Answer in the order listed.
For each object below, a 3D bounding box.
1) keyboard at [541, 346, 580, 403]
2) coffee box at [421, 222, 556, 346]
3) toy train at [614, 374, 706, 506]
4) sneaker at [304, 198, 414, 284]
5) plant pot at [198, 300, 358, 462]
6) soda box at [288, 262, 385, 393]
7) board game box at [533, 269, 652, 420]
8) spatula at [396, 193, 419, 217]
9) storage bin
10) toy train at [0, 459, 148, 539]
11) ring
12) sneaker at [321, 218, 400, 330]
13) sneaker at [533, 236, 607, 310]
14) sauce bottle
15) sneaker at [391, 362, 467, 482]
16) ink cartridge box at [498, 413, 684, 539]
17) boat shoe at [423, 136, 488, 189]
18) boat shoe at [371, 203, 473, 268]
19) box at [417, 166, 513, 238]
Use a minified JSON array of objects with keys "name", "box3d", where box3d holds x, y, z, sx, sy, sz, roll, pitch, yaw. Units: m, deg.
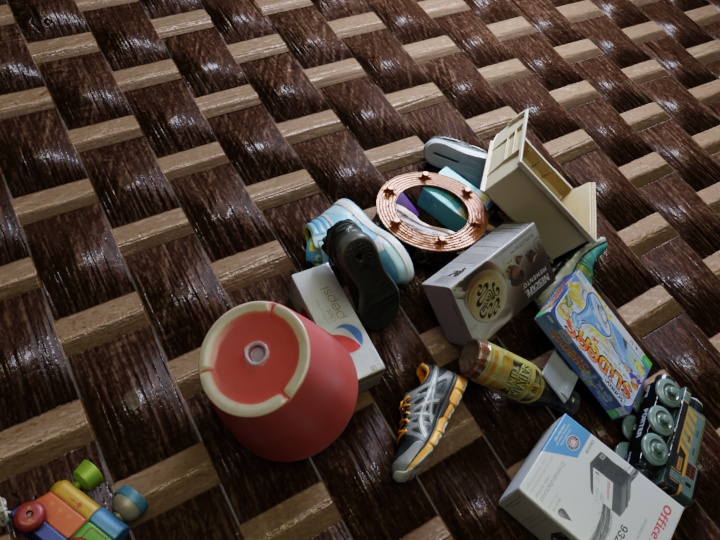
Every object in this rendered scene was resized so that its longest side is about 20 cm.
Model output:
[{"name":"keyboard","box3d":[0.337,0.134,1.004,0.056,0.011,0.200,47,41,4]},{"name":"coffee box","box3d":[0.211,0.019,1.018,0.199,0.080,0.114,-34,109,-23]},{"name":"toy train","box3d":[0.464,0.257,0.956,0.114,0.085,0.201,37,55,-1]},{"name":"sneaker","box3d":[-0.015,-0.024,1.041,0.130,0.080,0.200,-32,58,-30]},{"name":"plant pot","box3d":[-0.113,0.136,0.818,0.197,0.178,0.203,-4,65,8]},{"name":"soda box","box3d":[-0.040,0.091,0.966,0.067,0.064,0.201,-19,63,-22]},{"name":"board game box","box3d":[0.374,0.115,1.002,0.201,0.034,0.135,51,49,-1]},{"name":"spatula","box3d":[0.124,-0.067,1.131,0.200,0.021,0.056,42,57,15]},{"name":"storage bin","box3d":[0.323,-0.154,1.123,0.200,0.093,0.200,40,42,-17]},{"name":"toy train","box3d":[-0.369,0.279,0.769,0.199,0.085,0.116,32,46,10]},{"name":"ring","box3d":[0.125,-0.109,1.085,0.197,0.019,0.202,4,48,-5]},{"name":"sneaker","box3d":[0.000,0.000,0.976,0.076,0.201,0.115,-29,40,-4]},{"name":"sneaker","box3d":[0.379,0.014,1.112,0.080,0.077,0.200,47,65,0]},{"name":"sauce bottle","box3d":[0.245,0.166,0.954,0.198,0.066,0.067,23,54,-15]},{"name":"sneaker","box3d":[0.086,0.216,0.907,0.077,0.079,0.200,30,46,8]},{"name":"ink cartridge box","box3d":[0.319,0.327,0.872,0.199,0.084,0.145,38,57,14]},{"name":"boat shoe","box3d":[0.218,-0.213,1.215,0.198,0.072,0.071,26,38,-4]},{"name":"boat shoe","box3d":[0.106,-0.043,1.083,0.198,0.071,0.070,27,48,17]},{"name":"box","box3d":[0.207,-0.100,1.152,0.199,0.049,0.082,39,58,14]}]
